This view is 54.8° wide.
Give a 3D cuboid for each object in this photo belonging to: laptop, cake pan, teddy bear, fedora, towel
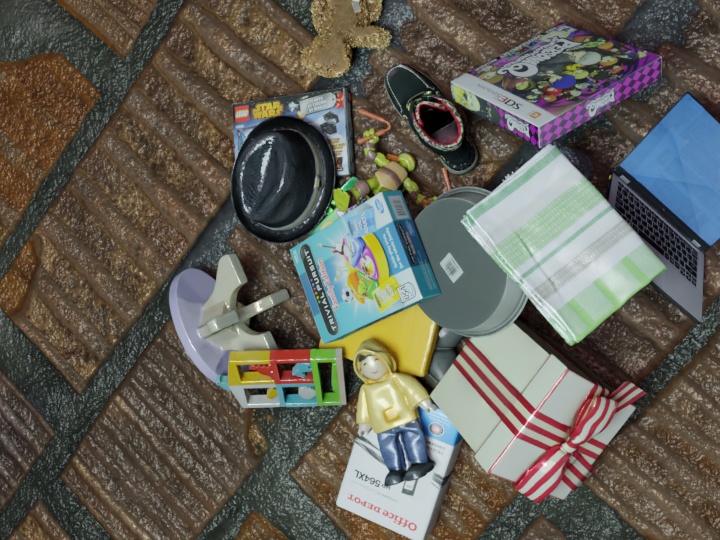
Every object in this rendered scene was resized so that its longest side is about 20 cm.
[{"bbox_3d":[0.417,-0.077,0.875,0.187,0.201,0.116,36,142,-15],"label":"laptop"},{"bbox_3d":[0.132,-0.009,0.911,0.200,0.037,0.202,10,104,46],"label":"cake pan"},{"bbox_3d":[-0.017,-0.393,1.091,0.144,0.067,0.201,6,86,9],"label":"teddy bear"},{"bbox_3d":[-0.136,-0.142,1.066,0.199,0.092,0.202,0,91,19],"label":"fedora"},{"bbox_3d":[0.234,-0.035,0.808,0.149,0.031,0.200,-39,76,-1],"label":"towel"}]

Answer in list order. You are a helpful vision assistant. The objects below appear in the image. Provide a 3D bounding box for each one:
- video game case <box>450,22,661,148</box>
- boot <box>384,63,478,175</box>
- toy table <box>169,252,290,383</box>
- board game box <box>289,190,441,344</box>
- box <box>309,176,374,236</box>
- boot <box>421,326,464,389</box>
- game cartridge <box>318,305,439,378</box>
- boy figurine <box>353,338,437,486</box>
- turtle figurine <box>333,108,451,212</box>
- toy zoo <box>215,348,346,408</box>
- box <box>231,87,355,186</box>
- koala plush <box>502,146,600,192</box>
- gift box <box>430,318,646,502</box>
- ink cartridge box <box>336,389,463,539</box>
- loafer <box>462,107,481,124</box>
[{"bbox_3d":[0.248,-0.247,0.901,0.199,0.036,0.181,-30,42,-13],"label":"video game case"},{"bbox_3d":[0.094,-0.236,0.998,0.073,0.154,0.204,-37,78,10],"label":"boot"},{"bbox_3d":[-0.206,0.075,1.098,0.117,0.184,0.201,-26,100,32],"label":"toy table"},{"bbox_3d":[0.000,0.000,0.973,0.200,0.047,0.152,-29,78,40],"label":"board game box"},{"bbox_3d":[0.010,-0.040,1.085,0.117,0.048,0.200,-43,76,14],"label":"box"},{"bbox_3d":[0.157,0.083,1.032,0.182,0.073,0.200,40,95,12],"label":"boot"},{"bbox_3d":[0.038,0.044,1.030,0.175,0.032,0.201,16,97,23],"label":"game cartridge"},{"bbox_3d":[0.046,0.192,0.977,0.124,0.064,0.201,-18,86,25],"label":"boy figurine"},{"bbox_3d":[0.031,-0.139,1.047,0.200,0.064,0.161,46,59,0],"label":"turtle figurine"},{"bbox_3d":[-0.123,0.168,1.069,0.199,0.132,0.021,-2,48,1],"label":"toy zoo"},{"bbox_3d":[-0.109,-0.212,1.127,0.199,0.040,0.138,-3,90,18],"label":"box"},{"bbox_3d":[0.259,-0.058,0.922,0.183,0.200,0.178,-36,80,15],"label":"koala plush"},{"bbox_3d":[0.242,0.178,0.919,0.185,0.199,0.187,-60,33,13],"label":"gift box"},{"bbox_3d":[0.066,0.280,1.047,0.145,0.084,0.201,18,95,18],"label":"ink cartridge box"},{"bbox_3d":[0.241,-0.245,1.003,0.199,0.073,0.071,0,103,21],"label":"loafer"}]
